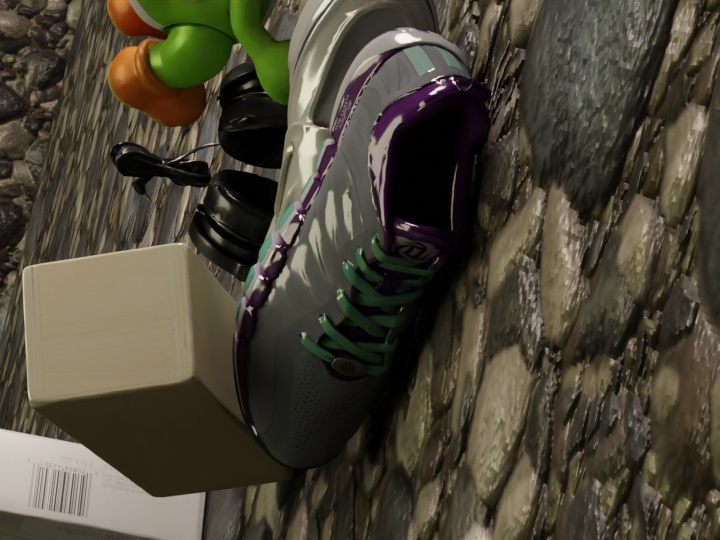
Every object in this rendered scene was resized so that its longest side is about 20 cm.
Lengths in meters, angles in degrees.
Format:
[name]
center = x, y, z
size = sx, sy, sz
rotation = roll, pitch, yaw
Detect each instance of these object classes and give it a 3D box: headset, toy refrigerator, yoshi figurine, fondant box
[headset]
center = -0.064, -0.056, 1.202
size = 0.200, 0.093, 0.124
rotation = 4, 81, 65
[toy refrigerator]
center = -0.091, 0.049, 1.051
size = 0.200, 0.075, 0.071
rotation = 56, -153, -70
[yoshi figurine]
center = -0.042, -0.153, 1.145
size = 0.200, 0.113, 0.112
rotation = -34, 8, 43
[fondant box]
center = -0.190, 0.179, 1.386
size = 0.200, 0.143, 0.059
rotation = 121, 157, -52

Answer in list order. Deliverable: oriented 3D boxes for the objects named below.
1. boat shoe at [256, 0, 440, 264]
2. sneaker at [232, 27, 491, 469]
[boat shoe]
center = -0.007, -0.042, 1.006
size = 0.066, 0.071, 0.201
rotation = -107, 32, -57
[sneaker]
center = 0.000, 0.000, 0.938
size = 0.088, 0.074, 0.201
rotation = -127, 52, -66
